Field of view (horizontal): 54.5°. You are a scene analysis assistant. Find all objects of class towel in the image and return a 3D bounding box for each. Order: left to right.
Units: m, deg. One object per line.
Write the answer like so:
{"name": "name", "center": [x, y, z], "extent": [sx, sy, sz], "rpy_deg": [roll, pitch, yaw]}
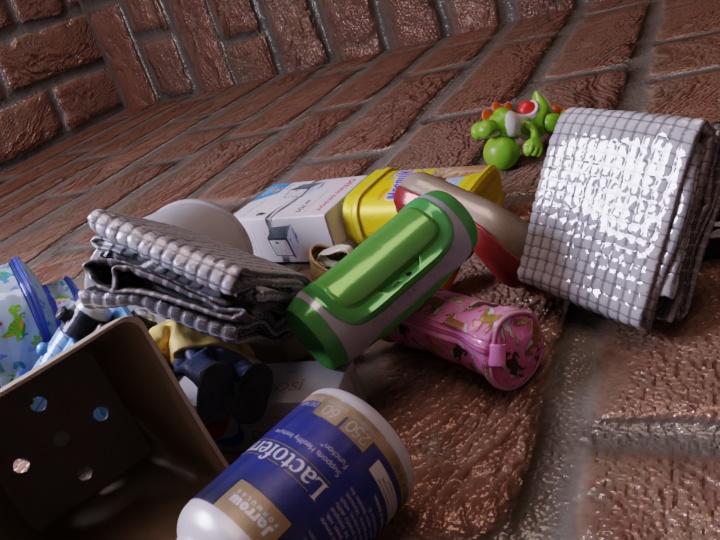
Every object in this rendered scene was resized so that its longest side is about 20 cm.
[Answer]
{"name": "towel", "center": [-0.151, 0.016, 0.673], "extent": [0.165, 0.086, 0.200], "rpy_deg": [20, 2, 12]}
{"name": "towel", "center": [0.266, -0.056, 0.707], "extent": [0.085, 0.201, 0.165], "rpy_deg": [1, 15, -38]}

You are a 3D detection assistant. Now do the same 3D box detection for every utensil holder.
{"name": "utensil holder", "center": [-0.240, 0.003, 0.901], "extent": [0.169, 0.171, 0.200], "rpy_deg": [-15, 11, 6]}

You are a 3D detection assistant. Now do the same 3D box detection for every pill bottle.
{"name": "pill bottle", "center": [-0.061, 0.189, 0.515], "extent": [0.115, 0.116, 0.200], "rpy_deg": [8, 36, 44]}

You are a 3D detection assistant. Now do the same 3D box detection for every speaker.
{"name": "speaker", "center": [0.024, 0.006, 0.691], "extent": [0.200, 0.089, 0.088], "rpy_deg": [-39, 31, -19]}

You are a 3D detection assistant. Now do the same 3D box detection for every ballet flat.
{"name": "ballet flat", "center": [0.000, 0.000, 0.924], "extent": [0.199, 0.063, 0.069], "rpy_deg": [7, 35, 42]}

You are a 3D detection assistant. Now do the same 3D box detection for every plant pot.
{"name": "plant pot", "center": [-0.250, 0.167, 0.610], "extent": [0.199, 0.201, 0.177], "rpy_deg": [-34, 16, -24]}

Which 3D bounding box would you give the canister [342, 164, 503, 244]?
{"name": "canister", "center": [0.095, -0.098, 1.037], "extent": [0.199, 0.087, 0.149], "rpy_deg": [2, 32, 33]}

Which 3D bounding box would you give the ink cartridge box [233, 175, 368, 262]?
{"name": "ink cartridge box", "center": [-0.089, -0.081, 1.126], "extent": [0.199, 0.086, 0.146], "rpy_deg": [-2, 29, 34]}

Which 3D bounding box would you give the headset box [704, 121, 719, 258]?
{"name": "headset box", "center": [0.395, -0.095, 0.817], "extent": [0.173, 0.093, 0.200], "rpy_deg": [-7, 27, 22]}

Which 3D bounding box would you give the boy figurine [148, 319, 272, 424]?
{"name": "boy figurine", "center": [-0.165, 0.086, 0.688], "extent": [0.124, 0.065, 0.200], "rpy_deg": [7, 7, -35]}

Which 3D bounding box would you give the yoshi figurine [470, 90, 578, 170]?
{"name": "yoshi figurine", "center": [0.280, -0.226, 1.200], "extent": [0.199, 0.113, 0.112], "rpy_deg": [-13, 62, -23]}

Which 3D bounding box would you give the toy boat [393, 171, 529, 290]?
{"name": "toy boat", "center": [0.119, -0.028, 0.852], "extent": [0.200, 0.131, 0.130], "rpy_deg": [31, 9, 36]}

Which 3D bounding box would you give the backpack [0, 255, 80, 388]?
{"name": "backpack", "center": [-0.395, 0.084, 0.852], "extent": [0.147, 0.201, 0.183], "rpy_deg": [-29, 26, -23]}

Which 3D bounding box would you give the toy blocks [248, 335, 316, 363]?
{"name": "toy blocks", "center": [-0.086, 0.062, 0.841], "extent": [0.199, 0.100, 0.137], "rpy_deg": [-14, 13, 6]}

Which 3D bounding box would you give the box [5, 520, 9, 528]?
{"name": "box", "center": [-0.423, 0.301, 0.609], "extent": [0.159, 0.050, 0.200], "rpy_deg": [-1, 29, 28]}

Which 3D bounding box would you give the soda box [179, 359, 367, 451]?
{"name": "soda box", "center": [-0.098, 0.138, 0.706], "extent": [0.199, 0.064, 0.068], "rpy_deg": [-7, 27, 24]}

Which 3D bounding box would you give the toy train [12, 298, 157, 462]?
{"name": "toy train", "center": [-0.304, 0.119, 0.753], "extent": [0.201, 0.114, 0.087], "rpy_deg": [-58, 35, -1]}

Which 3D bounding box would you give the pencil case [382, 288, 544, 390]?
{"name": "pencil case", "center": [0.093, 0.058, 0.721], "extent": [0.086, 0.083, 0.200], "rpy_deg": [-41, 33, -24]}
